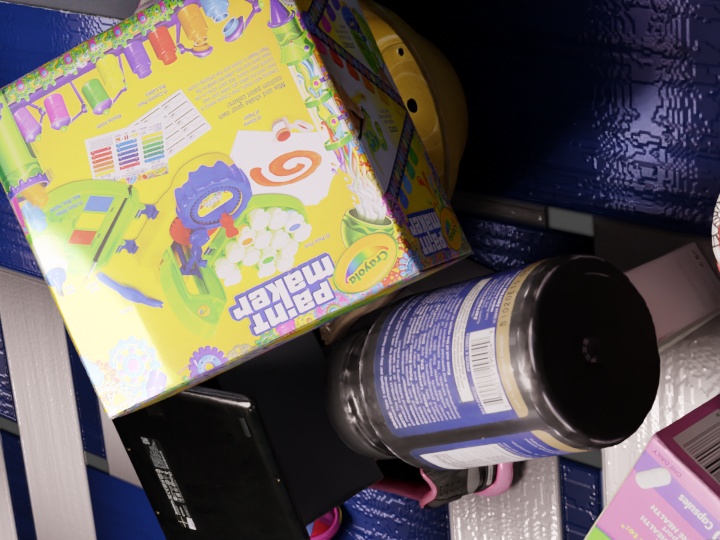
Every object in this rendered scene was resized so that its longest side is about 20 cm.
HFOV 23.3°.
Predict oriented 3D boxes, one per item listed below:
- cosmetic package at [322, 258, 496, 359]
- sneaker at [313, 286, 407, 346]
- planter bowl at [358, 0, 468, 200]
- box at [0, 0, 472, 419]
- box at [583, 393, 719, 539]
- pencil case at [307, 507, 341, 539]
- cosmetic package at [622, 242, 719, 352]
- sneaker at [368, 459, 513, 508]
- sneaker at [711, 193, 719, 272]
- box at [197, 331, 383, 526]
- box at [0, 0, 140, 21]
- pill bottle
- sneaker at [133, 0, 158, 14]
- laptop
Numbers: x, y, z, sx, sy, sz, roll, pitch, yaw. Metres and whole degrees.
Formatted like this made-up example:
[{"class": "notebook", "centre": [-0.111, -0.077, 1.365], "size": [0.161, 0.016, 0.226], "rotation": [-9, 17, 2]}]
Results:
[{"class": "cosmetic package", "centre": [0.008, 0.026, 1.246], "size": [0.200, 0.071, 0.102], "rotation": [25, 124, 37]}, {"class": "sneaker", "centre": [0.000, 0.000, 1.128], "size": [0.071, 0.075, 0.200], "rotation": [63, 161, -4]}, {"class": "planter bowl", "centre": [0.011, -0.103, 1.175], "size": [0.200, 0.083, 0.201], "rotation": [22, 123, 39]}, {"class": "box", "centre": [-0.076, -0.049, 0.979], "size": [0.200, 0.122, 0.193], "rotation": [-25, 88, 18]}, {"class": "box", "centre": [0.227, 0.206, 1.073], "size": [0.176, 0.097, 0.200], "rotation": [45, 135, 23]}, {"class": "pencil case", "centre": [-0.089, 0.236, 1.433], "size": [0.088, 0.088, 0.200], "rotation": [49, 137, 19]}, {"class": "cosmetic package", "centre": [0.137, 0.055, 1.113], "size": [0.200, 0.082, 0.051], "rotation": [-41, 77, 47]}, {"class": "sneaker", "centre": [0.013, 0.121, 1.266], "size": [0.200, 0.095, 0.079], "rotation": [17, 121, 43]}, {"class": "sneaker", "centre": [0.229, 0.020, 0.971], "size": [0.067, 0.108, 0.202], "rotation": [7, 112, 22]}, {"class": "box", "centre": [-0.079, 0.062, 1.192], "size": [0.200, 0.079, 0.141], "rotation": [65, 165, -16]}, {"class": "box", "centre": [-0.196, -0.314, 1.208], "size": [0.197, 0.124, 0.200], "rotation": [-105, 26, -48]}, {"class": "pill bottle", "centre": [0.071, 0.061, 1.041], "size": [0.200, 0.112, 0.112], "rotation": [-15, 96, 49]}, {"class": "sneaker", "centre": [-0.110, -0.185, 1.161], "size": [0.200, 0.081, 0.088], "rotation": [-102, 28, -67]}, {"class": "laptop", "centre": [-0.097, 0.107, 1.174], "size": [0.200, 0.116, 0.188], "rotation": [7, 132, 33]}]
